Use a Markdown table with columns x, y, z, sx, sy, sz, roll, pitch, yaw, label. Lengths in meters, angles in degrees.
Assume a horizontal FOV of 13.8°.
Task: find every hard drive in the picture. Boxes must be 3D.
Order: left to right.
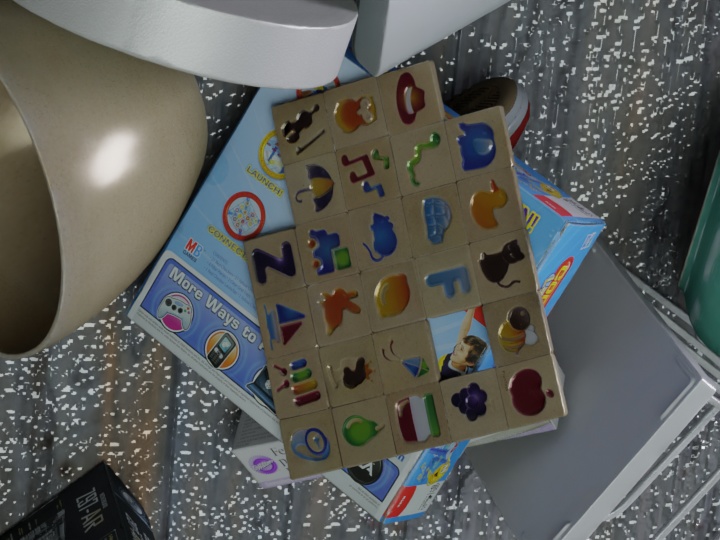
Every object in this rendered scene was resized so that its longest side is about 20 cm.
| x | y | z | sx | sy | sz | roll | pitch | yaw | label |
| --- | --- | --- | --- | --- | --- | --- | --- | --- | --- |
| 0.084 | -0.193 | 1.572 | 0.200 | 0.027 | 0.132 | -32 | 153 | -25 | hard drive |

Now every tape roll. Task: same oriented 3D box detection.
| x | y | z | sx | sy | sz | roll | pitch | yaw | label |
| --- | --- | --- | --- | --- | --- | --- | --- | --- | --- |
| -0.100 | -0.149 | 1.532 | 0.202 | 0.203 | 0.037 | 13 | 109 | -18 | tape roll |

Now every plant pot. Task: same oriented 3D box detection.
| x | y | z | sx | sy | sz | roll | pitch | yaw | label |
| --- | --- | --- | --- | --- | --- | --- | --- | --- | --- |
| -0.161 | -0.070 | 1.576 | 0.134 | 0.200 | 0.201 | -24 | 120 | -33 | plant pot |

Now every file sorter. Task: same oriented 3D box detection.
| x | y | z | sx | sy | sz | roll | pitch | yaw | label |
| --- | --- | --- | --- | --- | --- | --- | --- | --- | --- |
| 0.155 | 0.097 | 1.701 | 0.124 | 0.200 | 0.139 | 35 | 102 | -28 | file sorter |

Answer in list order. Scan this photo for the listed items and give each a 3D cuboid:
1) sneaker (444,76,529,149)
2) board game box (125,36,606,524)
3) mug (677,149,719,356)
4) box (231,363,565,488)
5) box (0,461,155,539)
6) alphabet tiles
| x | y | z | sx | sy | sz | roll | pitch | yaw | label |
| --- | --- | --- | --- | --- | --- | --- | --- | --- | --- |
| 0.053 | -0.011 | 1.699 | 0.112 | 0.071 | 0.200 | 36 | 109 | -20 | sneaker |
| 0.000 | 0.000 | 1.629 | 0.196 | 0.200 | 0.056 | -58 | 157 | 14 | board game box |
| 0.251 | -0.024 | 1.707 | 0.114 | 0.185 | 0.152 | 17 | 126 | 5 | mug |
| 0.021 | 0.082 | 1.691 | 0.199 | 0.042 | 0.039 | -14 | 133 | 29 | box |
| -0.181 | 0.210 | 1.670 | 0.160 | 0.200 | 0.044 | -36 | 116 | 3 | box |
| 0.015 | -0.003 | 1.586 | 0.167 | 0.008 | 0.201 | -15 | 82 | 27 | alphabet tiles |
